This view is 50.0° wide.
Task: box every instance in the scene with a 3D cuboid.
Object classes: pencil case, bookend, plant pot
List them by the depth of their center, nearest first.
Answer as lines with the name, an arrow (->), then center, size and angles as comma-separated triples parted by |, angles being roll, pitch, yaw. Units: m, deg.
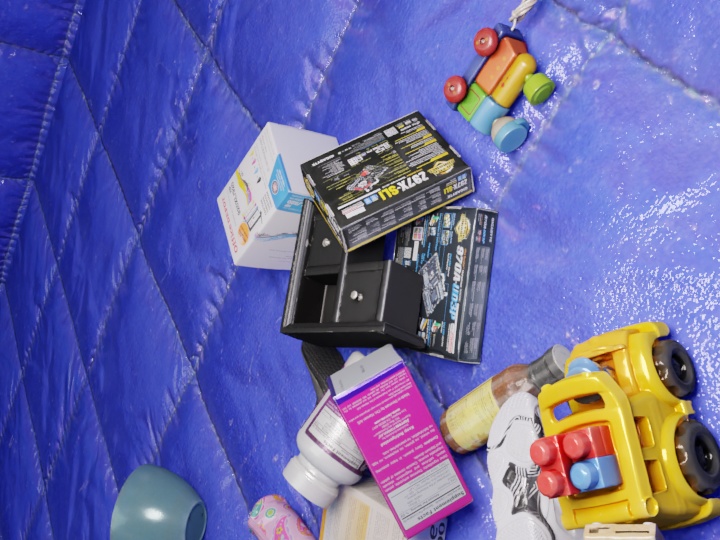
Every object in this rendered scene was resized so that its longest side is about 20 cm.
bookend -> 0.000, 0.000, 1.071 | 0.197, 0.091, 0.204 | -3, 71, 42
pencil case -> -0.112, 0.455, 1.253 | 0.199, 0.086, 0.089 | 39, 115, 48
plant pot -> -0.386, 0.500, 1.544 | 0.131, 0.200, 0.206 | 3, 87, 16

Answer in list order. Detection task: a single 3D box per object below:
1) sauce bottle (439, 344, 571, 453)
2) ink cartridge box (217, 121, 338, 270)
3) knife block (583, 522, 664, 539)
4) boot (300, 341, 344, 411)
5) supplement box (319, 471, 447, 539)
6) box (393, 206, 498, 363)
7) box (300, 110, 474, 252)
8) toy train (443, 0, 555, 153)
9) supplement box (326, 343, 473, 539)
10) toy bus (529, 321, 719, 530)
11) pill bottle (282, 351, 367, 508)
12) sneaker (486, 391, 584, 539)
sauce bottle -> 0.177, 0.156, 0.934 | 0.200, 0.065, 0.067 | -44, 52, 41
ink cartridge box -> -0.128, -0.117, 1.303 | 0.200, 0.142, 0.150 | -46, 52, 39
knife block -> 0.259, 0.342, 0.705 | 0.063, 0.200, 0.179 | -10, 56, 24
boot -> -0.065, 0.215, 1.242 | 0.133, 0.068, 0.202 | -64, 37, 31
supplement box -> 0.026, 0.377, 1.090 | 0.198, 0.072, 0.129 | 13, 96, 54
box -> 0.106, 0.014, 1.060 | 0.157, 0.045, 0.205 | 6, 90, 53
box -> 0.033, -0.128, 1.062 | 0.161, 0.197, 0.050 | 56, 168, 41
toy train -> 0.200, -0.256, 0.957 | 0.117, 0.084, 0.201 | 54, 126, 28
supplement box -> 0.047, 0.211, 0.971 | 0.203, 0.102, 0.101 | 64, 177, -9
toy bus -> 0.237, 0.154, 0.757 | 0.135, 0.189, 0.205 | -31, 60, 47
pill bottle -> -0.021, 0.227, 1.090 | 0.202, 0.112, 0.112 | -54, 41, -4
sneaker -> 0.204, 0.244, 0.857 | 0.075, 0.113, 0.204 | -27, 52, 46
